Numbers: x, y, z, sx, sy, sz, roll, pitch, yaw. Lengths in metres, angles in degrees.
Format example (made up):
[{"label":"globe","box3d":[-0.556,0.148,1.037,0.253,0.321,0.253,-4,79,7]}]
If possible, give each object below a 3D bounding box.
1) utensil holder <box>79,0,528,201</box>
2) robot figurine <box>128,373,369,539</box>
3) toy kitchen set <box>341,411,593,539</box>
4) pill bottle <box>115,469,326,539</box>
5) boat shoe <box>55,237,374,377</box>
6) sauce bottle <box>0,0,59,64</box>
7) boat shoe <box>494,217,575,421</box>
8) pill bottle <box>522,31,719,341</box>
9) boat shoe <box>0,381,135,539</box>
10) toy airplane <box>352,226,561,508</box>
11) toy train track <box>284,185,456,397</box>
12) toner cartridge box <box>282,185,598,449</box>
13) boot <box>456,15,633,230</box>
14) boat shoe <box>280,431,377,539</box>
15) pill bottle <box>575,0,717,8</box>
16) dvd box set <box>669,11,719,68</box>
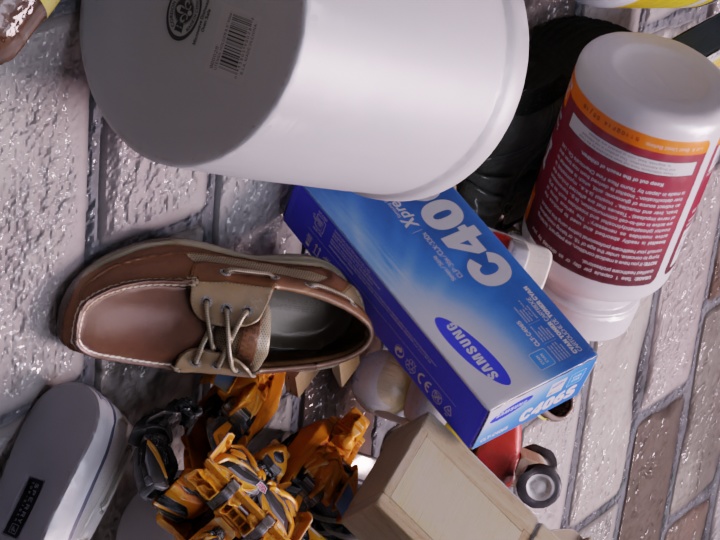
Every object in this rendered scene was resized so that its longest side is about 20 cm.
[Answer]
[{"label":"utensil holder","box3d":[-0.031,-0.128,1.117,0.199,0.169,0.171,3,108,-53]},{"label":"robot figurine","box3d":[-0.061,0.115,1.210,0.058,0.145,0.200,-41,-172,23]},{"label":"toy kitchen set","box3d":[0.049,0.181,1.311,0.180,0.200,0.164,44,48,-11]},{"label":"pill bottle","box3d":[-0.074,0.201,1.309,0.112,0.111,0.200,-59,147,-12]},{"label":"boat shoe","box3d":[-0.078,0.026,1.192,0.199,0.072,0.076,-4,114,-32]},{"label":"sauce bottle","box3d":[-0.172,-0.146,0.987,0.201,0.064,0.065,-57,147,-17]},{"label":"boat shoe","box3d":[0.123,0.039,1.544,0.072,0.059,0.201,-46,143,-28]},{"label":"pill bottle","box3d":[0.177,-0.054,1.417,0.113,0.113,0.201,-28,145,-44]},{"label":"boat shoe","box3d":[-0.187,0.164,1.166,0.070,0.070,0.201,44,66,-53]},{"label":"toy airplane","box3d":[0.063,0.063,1.392,0.201,0.140,0.200,84,6,-52]},{"label":"toy train track","box3d":[0.000,0.000,1.361,0.200,0.032,0.115,-52,154,-30]},{"label":"toner cartridge box","box3d":[0.047,0.009,1.270,0.095,0.200,0.043,-24,152,-33]},{"label":"boot","box3d":[0.131,-0.103,1.478,0.199,0.068,0.131,-23,138,-44]},{"label":"boat shoe","box3d":[-0.007,0.175,1.424,0.200,0.074,0.093,31,77,-58]},{"label":"pill bottle","box3d":[0.188,-0.238,1.413,0.199,0.111,0.113,-10,118,-53]},{"label":"dvd box set","box3d":[0.211,-0.097,1.543,0.146,0.029,0.201,-30,155,-48]}]
